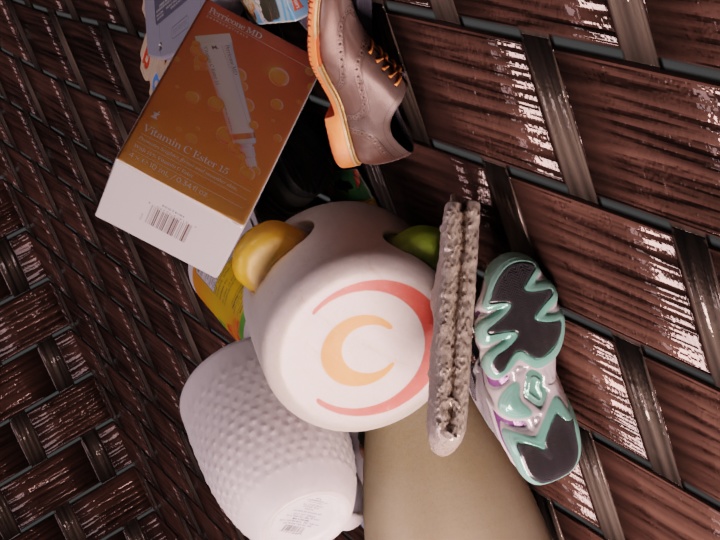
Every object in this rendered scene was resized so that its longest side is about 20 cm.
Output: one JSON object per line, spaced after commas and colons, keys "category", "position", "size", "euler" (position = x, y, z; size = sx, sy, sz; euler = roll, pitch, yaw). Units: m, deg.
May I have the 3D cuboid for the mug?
{"category": "mug", "position": [-0.063, 0.184, 1.582], "size": [0.200, 0.147, 0.176], "euler": [33, -159, -45]}

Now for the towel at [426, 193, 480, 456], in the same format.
{"category": "towel", "position": [0.073, 0.046, 1.342], "size": [0.133, 0.034, 0.202], "euler": [84, -170, -79]}

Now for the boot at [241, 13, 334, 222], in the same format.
{"category": "boot", "position": [-0.102, -0.138, 1.621], "size": [0.131, 0.067, 0.202], "euler": [-38, 73, 61]}

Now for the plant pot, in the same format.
{"category": "plant pot", "position": [0.075, 0.203, 1.564], "size": [0.187, 0.186, 0.202], "euler": [170, 85, -71]}

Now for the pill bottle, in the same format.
{"category": "pill bottle", "position": [-0.109, 0.007, 1.685], "size": [0.200, 0.110, 0.112], "euler": [44, 156, 46]}

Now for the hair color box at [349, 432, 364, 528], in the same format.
{"category": "hair color box", "position": [0.022, 0.181, 1.761], "size": [0.061, 0.098, 0.201], "euler": [45, 156, 39]}

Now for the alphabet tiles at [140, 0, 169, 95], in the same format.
{"category": "alphabet tiles", "position": [-0.184, -0.250, 1.680], "size": [0.201, 0.014, 0.196], "euler": [65, 144, 38]}

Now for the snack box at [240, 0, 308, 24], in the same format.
{"category": "snack box", "position": [-0.102, -0.311, 1.420], "size": [0.201, 0.037, 0.116], "euler": [66, 162, -15]}

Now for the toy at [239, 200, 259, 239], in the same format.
{"category": "toy", "position": [-0.138, -0.087, 1.629], "size": [0.200, 0.047, 0.116], "euler": [34, 147, 44]}

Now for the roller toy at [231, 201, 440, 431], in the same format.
{"category": "roller toy", "position": [-0.013, 0.038, 1.484], "size": [0.140, 0.198, 0.184], "euler": [-118, 23, -59]}

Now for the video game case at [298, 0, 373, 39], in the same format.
{"category": "video game case", "position": [-0.050, -0.267, 1.432], "size": [0.200, 0.019, 0.143], "euler": [50, 159, 30]}

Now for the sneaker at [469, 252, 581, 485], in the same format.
{"category": "sneaker", "position": [0.118, 0.068, 1.380], "size": [0.140, 0.077, 0.202], "euler": [-137, 35, -66]}

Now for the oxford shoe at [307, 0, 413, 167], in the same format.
{"category": "oxford shoe", "position": [0.002, -0.173, 1.361], "size": [0.201, 0.072, 0.072], "euler": [75, -160, -44]}

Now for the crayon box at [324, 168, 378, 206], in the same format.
{"category": "crayon box", "position": [0.000, 0.000, 1.636], "size": [0.201, 0.051, 0.127], "euler": [65, 162, -9]}

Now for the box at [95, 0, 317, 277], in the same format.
{"category": "box", "position": [-0.132, -0.118, 1.459], "size": [0.124, 0.201, 0.098], "euler": [27, 146, -6]}

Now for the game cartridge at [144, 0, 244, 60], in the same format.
{"category": "game cartridge", "position": [-0.161, -0.275, 1.579], "size": [0.200, 0.041, 0.135], "euler": [-16, 80, 63]}
